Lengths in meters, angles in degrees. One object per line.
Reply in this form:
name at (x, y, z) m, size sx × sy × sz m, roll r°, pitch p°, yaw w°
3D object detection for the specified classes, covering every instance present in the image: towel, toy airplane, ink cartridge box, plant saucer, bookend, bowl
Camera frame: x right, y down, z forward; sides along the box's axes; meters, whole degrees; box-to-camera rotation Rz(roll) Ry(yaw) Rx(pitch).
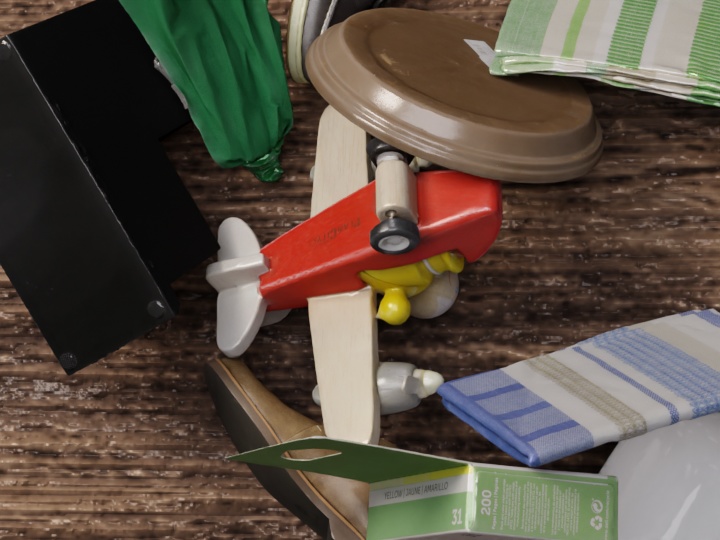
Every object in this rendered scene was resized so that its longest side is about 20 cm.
towel at (0.194, -0.154, 1.500) m, size 0.199 × 0.023 × 0.153 m, roll 8°, pitch 36°, yaw 11°
towel at (0.162, 0.071, 1.413) m, size 0.199 × 0.147 × 0.024 m, roll -15°, pitch 108°, yaw -18°
toy airplane at (0.000, 0.000, 1.494) m, size 0.199 × 0.141 × 0.201 m, roll 33°, pitch 96°, yaw 49°
ink cartridge box at (0.034, 0.139, 1.389) m, size 0.199 × 0.145 × 0.048 m, roll 8°, pitch 77°, yaw -24°
plant saucer at (0.063, -0.117, 1.475) m, size 0.200 × 0.200 × 0.030 m, roll 25°, pitch 117°, yaw 13°
bookend at (-0.165, -0.066, 1.507) m, size 0.092 × 0.200 × 0.199 m, roll -29°, pitch 96°, yaw 26°
bowl at (0.222, 0.199, 1.412) m, size 0.200 × 0.075 × 0.200 m, roll 29°, pitch 92°, yaw 27°

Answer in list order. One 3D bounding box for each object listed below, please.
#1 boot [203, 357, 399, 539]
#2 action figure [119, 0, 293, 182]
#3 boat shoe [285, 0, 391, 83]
boot at (-0.021, 0.124, 1.500) m, size 0.075 × 0.074 × 0.200 m, roll -40°, pitch 81°, yaw -17°
action figure at (-0.092, -0.140, 1.516) m, size 0.118 × 0.201 × 0.055 m, roll -32°, pitch 32°, yaw -19°
boat shoe at (0.009, -0.214, 1.559) m, size 0.065 × 0.073 × 0.201 m, roll 18°, pitch 81°, yaw 18°
